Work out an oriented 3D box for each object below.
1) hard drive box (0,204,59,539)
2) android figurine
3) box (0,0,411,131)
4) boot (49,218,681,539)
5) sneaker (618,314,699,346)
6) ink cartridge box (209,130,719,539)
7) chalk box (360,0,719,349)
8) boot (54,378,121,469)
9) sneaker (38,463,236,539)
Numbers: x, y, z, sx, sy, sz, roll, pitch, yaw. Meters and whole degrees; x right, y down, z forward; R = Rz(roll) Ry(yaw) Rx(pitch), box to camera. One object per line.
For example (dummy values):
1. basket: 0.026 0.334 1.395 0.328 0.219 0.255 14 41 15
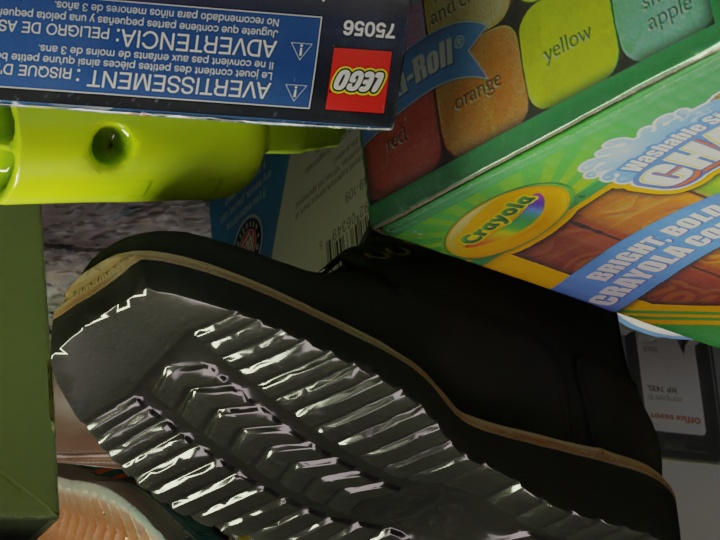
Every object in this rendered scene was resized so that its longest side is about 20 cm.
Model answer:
1. hard drive box: -0.164 0.032 0.860 0.076 0.157 0.200 5 156 -26
2. android figurine: -0.085 -0.054 0.723 0.199 0.041 0.182 -1 -166 -30
3. box: -0.084 -0.073 0.629 0.136 0.040 0.200 4 -166 -19
4. boot: 0.000 0.000 0.729 0.077 0.139 0.200 -26 142 31
5. sneaker: 0.153 -0.037 0.840 0.199 0.072 0.073 -22 161 -20
6. ink cartridge box: 0.051 0.048 0.890 0.145 0.201 0.147 6 156 -27
7. chalk box: 0.075 -0.072 0.701 0.199 0.125 0.125 16 148 -42
8. boot: -0.028 0.064 1.099 0.199 0.065 0.187 -4 154 0
9. sneaker: -0.077 0.109 1.115 0.080 0.072 0.200 -5 -165 -29
